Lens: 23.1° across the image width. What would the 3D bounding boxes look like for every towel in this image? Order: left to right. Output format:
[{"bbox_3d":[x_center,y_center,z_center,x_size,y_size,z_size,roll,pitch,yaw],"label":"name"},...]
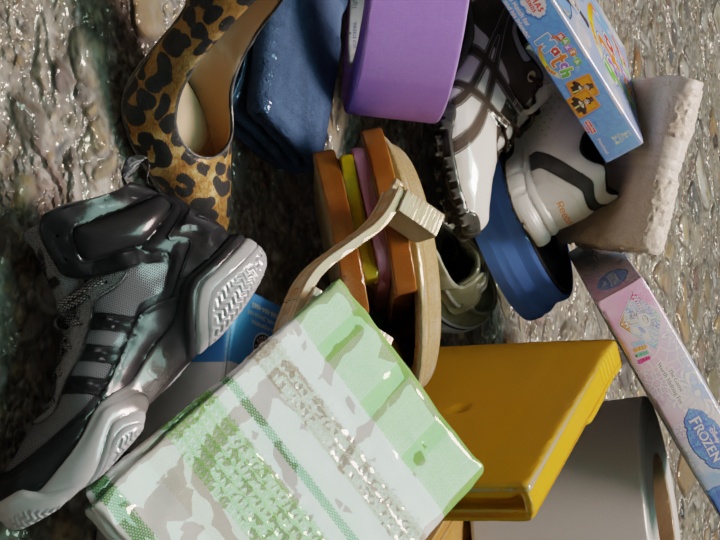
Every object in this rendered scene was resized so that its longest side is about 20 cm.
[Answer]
[{"bbox_3d":[-0.048,-0.172,1.164,0.112,0.048,0.202,45,48,-57],"label":"towel"},{"bbox_3d":[-0.038,0.120,0.970,0.200,0.031,0.150,-41,100,-29],"label":"towel"},{"bbox_3d":[0.203,-0.078,1.338,0.200,0.034,0.134,-160,-98,-78],"label":"towel"}]

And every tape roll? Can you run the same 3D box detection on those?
[{"bbox_3d":[0.031,-0.203,1.194,0.200,0.065,0.202,-174,-90,-85],"label":"tape roll"},{"bbox_3d":[0.178,0.209,1.421,0.203,0.138,0.205,-9,90,-75],"label":"tape roll"}]

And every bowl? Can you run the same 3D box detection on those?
[{"bbox_3d":[0.121,-0.061,1.416,0.201,0.039,0.201,-90,154,-49],"label":"bowl"}]

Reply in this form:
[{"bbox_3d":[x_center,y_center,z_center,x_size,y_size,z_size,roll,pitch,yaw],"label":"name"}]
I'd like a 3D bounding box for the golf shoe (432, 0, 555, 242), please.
[{"bbox_3d":[0.097,-0.118,1.287,0.078,0.094,0.202,89,1,-68],"label":"golf shoe"}]

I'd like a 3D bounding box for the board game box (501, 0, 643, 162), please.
[{"bbox_3d":[0.136,-0.196,1.271,0.200,0.036,0.152,54,21,-28],"label":"board game box"}]

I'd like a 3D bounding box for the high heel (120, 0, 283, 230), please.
[{"bbox_3d":[-0.068,-0.111,1.021,0.071,0.141,0.202,-45,126,-54],"label":"high heel"}]

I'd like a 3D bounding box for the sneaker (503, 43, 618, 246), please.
[{"bbox_3d":[0.149,-0.105,1.353,0.074,0.080,0.201,50,24,-43],"label":"sneaker"}]

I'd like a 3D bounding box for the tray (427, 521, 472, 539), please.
[{"bbox_3d":[0.044,0.254,1.317,0.200,0.037,0.099,-49,130,-51],"label":"tray"}]

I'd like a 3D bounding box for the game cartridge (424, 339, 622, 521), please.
[{"bbox_3d":[0.073,0.109,1.235,0.200,0.175,0.033,-45,125,-54],"label":"game cartridge"}]

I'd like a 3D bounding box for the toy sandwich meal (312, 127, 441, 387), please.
[{"bbox_3d":[0.000,0.000,1.176,0.205,0.070,0.207,173,-90,-77],"label":"toy sandwich meal"}]

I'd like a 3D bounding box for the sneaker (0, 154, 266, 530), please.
[{"bbox_3d":[-0.149,0.033,0.935,0.114,0.075,0.200,43,73,-7],"label":"sneaker"}]

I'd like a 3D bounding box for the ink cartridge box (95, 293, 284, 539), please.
[{"bbox_3d":[-0.078,0.124,1.043,0.146,0.085,0.202,30,63,-57],"label":"ink cartridge box"}]

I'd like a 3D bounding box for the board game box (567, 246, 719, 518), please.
[{"bbox_3d":[0.236,0.078,1.368,0.200,0.043,0.200,58,7,-9],"label":"board game box"}]

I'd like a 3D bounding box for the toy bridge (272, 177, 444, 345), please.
[{"bbox_3d":[-0.013,0.031,1.030,0.067,0.027,0.201,33,66,-23],"label":"toy bridge"}]

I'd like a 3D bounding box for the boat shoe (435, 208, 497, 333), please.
[{"bbox_3d":[0.065,0.002,1.348,0.200,0.062,0.073,30,62,-58],"label":"boat shoe"}]
